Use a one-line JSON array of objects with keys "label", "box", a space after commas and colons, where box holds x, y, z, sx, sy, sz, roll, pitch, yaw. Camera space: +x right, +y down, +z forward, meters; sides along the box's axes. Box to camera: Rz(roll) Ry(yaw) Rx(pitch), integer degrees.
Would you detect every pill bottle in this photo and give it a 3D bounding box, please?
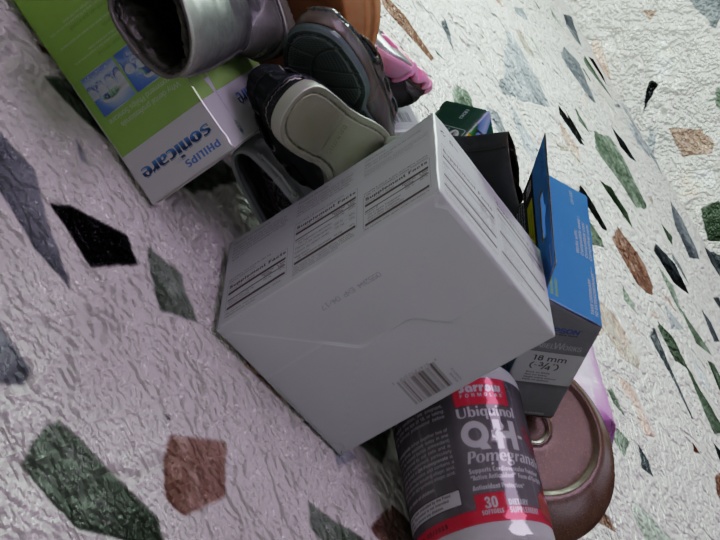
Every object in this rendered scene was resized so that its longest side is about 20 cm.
[{"label": "pill bottle", "box": [0.083, 0.143, 1.089, 0.110, 0.110, 0.202, 31, 40, -49]}]

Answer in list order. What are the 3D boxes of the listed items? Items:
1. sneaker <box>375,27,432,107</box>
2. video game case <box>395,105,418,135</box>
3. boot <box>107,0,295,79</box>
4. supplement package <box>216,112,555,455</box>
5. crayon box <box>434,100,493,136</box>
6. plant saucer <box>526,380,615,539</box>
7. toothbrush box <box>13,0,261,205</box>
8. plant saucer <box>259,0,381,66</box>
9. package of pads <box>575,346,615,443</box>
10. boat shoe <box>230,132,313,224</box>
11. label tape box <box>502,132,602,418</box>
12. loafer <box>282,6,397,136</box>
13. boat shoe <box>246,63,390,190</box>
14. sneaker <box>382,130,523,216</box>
[{"label": "sneaker", "box": [0.007, -0.173, 1.267, 0.079, 0.096, 0.200, 43, 9, 10]}, {"label": "video game case", "box": [-0.033, -0.211, 1.356, 0.142, 0.018, 0.202, -5, 59, -35]}, {"label": "boot", "box": [-0.129, -0.220, 0.971, 0.183, 0.072, 0.200, 59, 27, 4]}, {"label": "supplement package", "box": [0.019, 0.013, 1.020, 0.156, 0.199, 0.112, 48, 24, -28]}, {"label": "crayon box", "box": [0.082, -0.034, 1.239, 0.126, 0.051, 0.202, -48, 140, -32]}, {"label": "plant saucer", "box": [0.143, 0.144, 1.199, 0.198, 0.037, 0.202, 12, 53, -16]}, {"label": "toothbrush box", "box": [-0.159, -0.171, 1.031, 0.201, 0.086, 0.146, 54, 21, -8]}, {"label": "plant saucer", "box": [-0.082, -0.219, 1.115, 0.201, 0.199, 0.038, 50, 33, -20]}, {"label": "package of pads", "box": [0.172, 0.102, 1.346, 0.201, 0.119, 0.076, -97, -170, -47]}, {"label": "boat shoe", "box": [-0.043, -0.022, 1.116, 0.068, 0.071, 0.202, -33, 102, -49]}, {"label": "label tape box", "box": [0.160, 0.008, 1.147, 0.062, 0.201, 0.146, 8, 50, -8]}, {"label": "loafer", "box": [-0.011, -0.155, 1.092, 0.200, 0.071, 0.064, 64, 42, -60]}, {"label": "boat shoe", "box": [-0.033, -0.103, 1.061, 0.066, 0.075, 0.199, 38, 4, 28]}, {"label": "sneaker", "box": [0.083, -0.022, 1.099, 0.075, 0.105, 0.202, -83, 165, -46]}]
